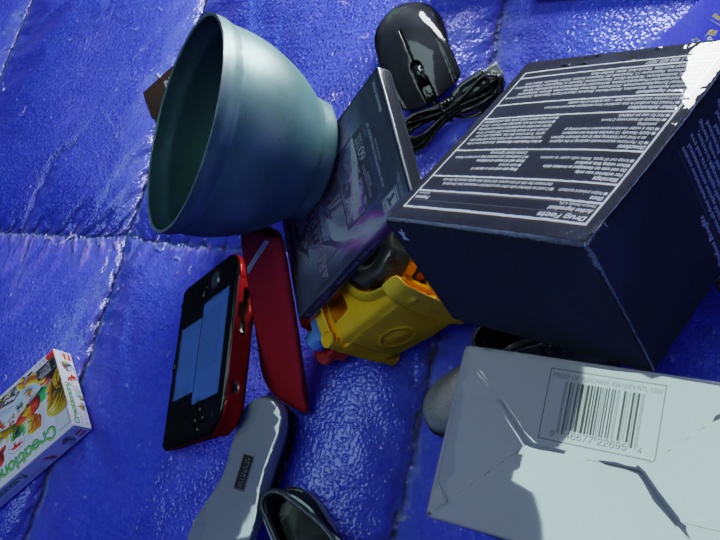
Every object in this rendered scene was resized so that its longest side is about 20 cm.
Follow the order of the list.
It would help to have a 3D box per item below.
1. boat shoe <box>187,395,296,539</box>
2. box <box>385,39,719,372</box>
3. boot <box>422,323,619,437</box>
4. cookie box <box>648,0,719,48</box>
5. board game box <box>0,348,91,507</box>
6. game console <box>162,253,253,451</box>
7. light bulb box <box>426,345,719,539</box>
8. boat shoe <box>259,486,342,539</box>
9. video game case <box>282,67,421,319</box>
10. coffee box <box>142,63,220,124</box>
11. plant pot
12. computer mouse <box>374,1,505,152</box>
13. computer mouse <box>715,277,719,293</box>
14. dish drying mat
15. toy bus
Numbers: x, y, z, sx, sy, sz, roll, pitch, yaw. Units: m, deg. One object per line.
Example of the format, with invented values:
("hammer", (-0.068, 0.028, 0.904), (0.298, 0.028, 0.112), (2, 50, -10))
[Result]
("boat shoe", (-0.115, 0.230, 0.796), (0.068, 0.057, 0.201), (17, 80, 26))
("box", (0.162, -0.053, 0.569), (0.198, 0.123, 0.200), (-46, 29, -19))
("boot", (0.120, 0.077, 0.670), (0.199, 0.132, 0.070), (-30, 58, 17))
("cookie box", (0.316, -0.133, 0.678), (0.200, 0.075, 0.171), (-43, 54, 9))
("board game box", (-0.447, 0.214, 1.020), (0.200, 0.035, 0.127), (-40, 55, 11))
("game console", (-0.174, 0.094, 0.869), (0.177, 0.031, 0.201), (-25, 54, 49))
("light bulb box", (0.185, 0.153, 0.555), (0.197, 0.200, 0.126), (6, 72, 33))
("boat shoe", (-0.029, 0.281, 0.717), (0.075, 0.062, 0.200), (-42, 54, 7))
("video game case", (-0.017, -0.066, 0.714), (0.200, 0.019, 0.144), (-46, 46, 42))
("coffee box", (-0.131, -0.162, 0.886), (0.114, 0.200, 0.080), (-37, 52, 11))
("plant pot", (-0.105, -0.119, 0.725), (0.200, 0.134, 0.202), (-32, 52, 52))
("computer mouse", (0.069, -0.247, 0.894), (0.138, 0.053, 0.201), (-32, 56, 17))
("computer mouse", (0.331, -0.043, 0.598), (0.140, 0.046, 0.201), (-26, 103, 20))
("dish drying mat", (-0.089, 0.049, 0.795), (0.077, 0.018, 0.201), (23, 127, 45))
("toy bus", (0.000, 0.000, 0.795), (0.192, 0.135, 0.201), (-41, 50, 29))
